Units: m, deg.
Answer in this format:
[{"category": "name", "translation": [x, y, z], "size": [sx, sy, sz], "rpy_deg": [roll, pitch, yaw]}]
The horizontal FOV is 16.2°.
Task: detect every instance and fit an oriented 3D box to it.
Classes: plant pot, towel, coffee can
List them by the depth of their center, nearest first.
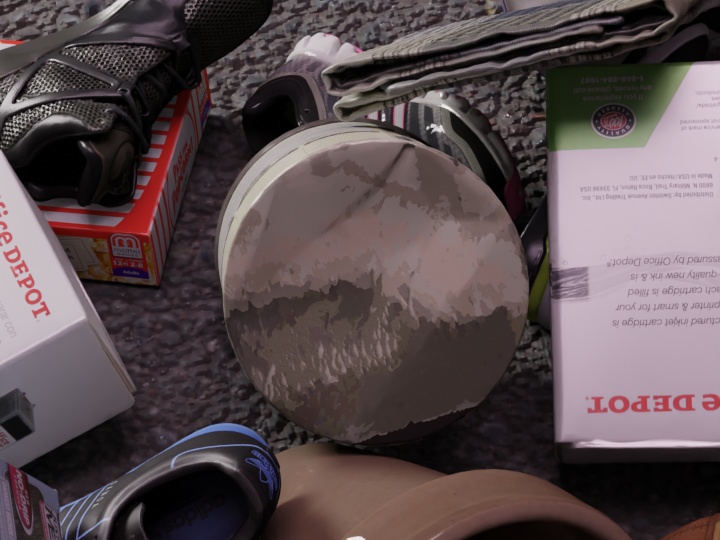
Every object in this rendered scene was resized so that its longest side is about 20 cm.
[{"category": "plant pot", "translation": [0.014, 0.165, 1.182], "size": [0.200, 0.201, 0.175], "rpy_deg": [-29, 32, -21]}, {"category": "coffee can", "translation": [0.000, 0.000, 1.279], "size": [0.146, 0.147, 0.200], "rpy_deg": [-8, 6, -3]}, {"category": "towel", "translation": [0.092, -0.119, 1.330], "size": [0.192, 0.035, 0.200], "rpy_deg": [-10, 7, 19]}]

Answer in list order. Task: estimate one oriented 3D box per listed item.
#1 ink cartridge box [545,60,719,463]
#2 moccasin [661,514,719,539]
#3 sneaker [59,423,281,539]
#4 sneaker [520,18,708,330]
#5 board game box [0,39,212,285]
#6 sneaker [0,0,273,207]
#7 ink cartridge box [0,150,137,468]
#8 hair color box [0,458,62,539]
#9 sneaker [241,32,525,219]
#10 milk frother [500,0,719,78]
[{"category": "ink cartridge box", "translation": [0.170, -0.002, 1.316], "size": [0.145, 0.084, 0.201], "rpy_deg": [-1, 78, 4]}, {"category": "moccasin", "translation": [0.190, 0.197, 1.179], "size": [0.078, 0.074, 0.202], "rpy_deg": [-39, 33, 25]}, {"category": "sneaker", "translation": [-0.122, 0.137, 1.128], "size": [0.200, 0.078, 0.070], "rpy_deg": [-37, 95, 1]}, {"category": "sneaker", "translation": [0.155, -0.043, 1.404], "size": [0.083, 0.072, 0.200], "rpy_deg": [29, 84, 13]}, {"category": "board game box", "translation": [-0.200, -0.068, 1.489], "size": [0.199, 0.046, 0.152], "rpy_deg": [4, 48, 8]}, {"category": "sneaker", "translation": [-0.125, -0.099, 1.432], "size": [0.199, 0.076, 0.114], "rpy_deg": [-26, 53, -14]}, {"category": "ink cartridge box", "translation": [-0.240, 0.047, 1.336], "size": [0.200, 0.083, 0.147], "rpy_deg": [-29, 50, -5]}, {"category": "hair color box", "translation": [-0.223, 0.164, 1.095], "size": [0.199, 0.061, 0.099], "rpy_deg": [-22, 60, 16]}, {"category": "sneaker", "translation": [0.007, -0.066, 1.455], "size": [0.087, 0.074, 0.200], "rpy_deg": [-37, 50, -26]}, {"category": "milk frother", "translation": [0.218, -0.160, 1.494], "size": [0.188, 0.200, 0.180], "rpy_deg": [-16, 16, 37]}]
